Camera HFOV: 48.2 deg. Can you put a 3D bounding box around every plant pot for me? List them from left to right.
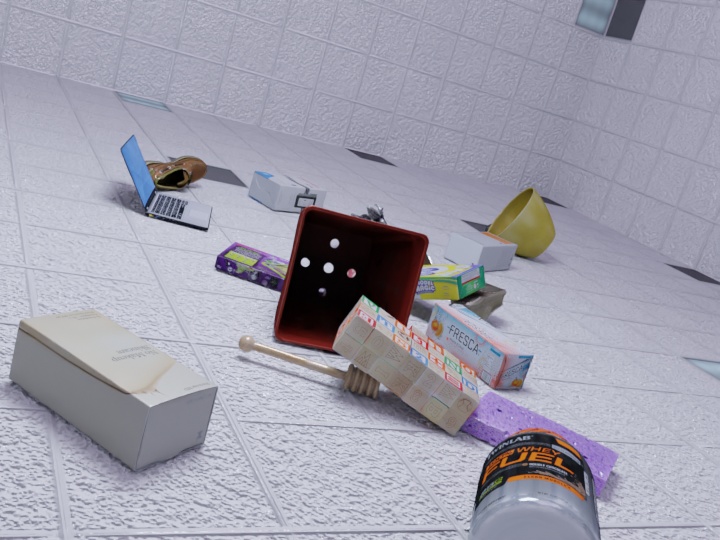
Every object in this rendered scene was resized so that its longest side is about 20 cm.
[{"bbox_3d":[-0.032,0.009,1.266,0.197,0.203,0.176,13,7,-17],"label":"plant pot"},{"bbox_3d":[0.485,-0.120,2.358,0.142,0.200,0.200,41,13,-8],"label":"plant pot"}]

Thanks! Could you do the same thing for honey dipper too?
[{"bbox_3d":[-0.069,0.125,1.082,0.197,0.038,0.038,18,15,0],"label":"honey dipper"}]

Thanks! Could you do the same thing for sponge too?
[{"bbox_3d":[0.243,0.229,1.086,0.198,0.030,0.111,24,16,20],"label":"sponge"}]

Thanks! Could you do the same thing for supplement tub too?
[{"bbox_3d":[0.172,0.238,0.793,0.121,0.124,0.200,20,15,8],"label":"supplement tub"}]

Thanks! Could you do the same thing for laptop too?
[{"bbox_3d":[-0.393,-0.182,1.654,0.197,0.117,0.188,14,16,-12],"label":"laptop"}]

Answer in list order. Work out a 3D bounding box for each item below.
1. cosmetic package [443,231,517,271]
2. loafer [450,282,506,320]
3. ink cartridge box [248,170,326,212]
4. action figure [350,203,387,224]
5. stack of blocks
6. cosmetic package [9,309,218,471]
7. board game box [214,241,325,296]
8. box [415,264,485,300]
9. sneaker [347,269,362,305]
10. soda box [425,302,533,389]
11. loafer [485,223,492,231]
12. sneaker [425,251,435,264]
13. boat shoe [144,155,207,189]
[{"bbox_3d":[0.312,-0.050,2.077,0.101,0.072,0.199,27,18,31],"label":"cosmetic package"},{"bbox_3d":[0.221,0.067,1.556,0.075,0.069,0.199,21,18,28],"label":"loafer"},{"bbox_3d":[-0.169,-0.195,2.048,0.198,0.069,0.115,2,22,-47],"label":"ink cartridge box"},{"bbox_3d":[0.013,-0.091,1.796,0.102,0.119,0.200,46,6,-34],"label":"action figure"},{"bbox_3d":[0.063,0.122,1.089,0.199,0.059,0.115,36,15,-5],"label":"stack of blocks"},{"bbox_3d":[-0.257,0.116,0.834,0.198,0.074,0.103,24,16,26],"label":"cosmetic package"},{"bbox_3d":[-0.151,0.003,1.444,0.197,0.033,0.120,19,19,3],"label":"board game box"},{"bbox_3d":[0.123,0.021,1.522,0.198,0.049,0.117,-3,10,35],"label":"box"},{"bbox_3d":[0.000,0.000,1.449,0.073,0.088,0.201,-11,26,2],"label":"sneaker"},{"bbox_3d":[0.195,0.123,1.344,0.068,0.064,0.200,7,19,-34],"label":"soda box"},{"bbox_3d":[0.458,-0.138,2.563,0.071,0.074,0.199,19,13,23],"label":"loafer"},{"bbox_3d":[0.123,-0.033,1.797,0.084,0.073,0.200,21,16,-40],"label":"sneaker"},{"bbox_3d":[-0.419,-0.215,1.851,0.068,0.073,0.199,29,28,26],"label":"boat shoe"}]
